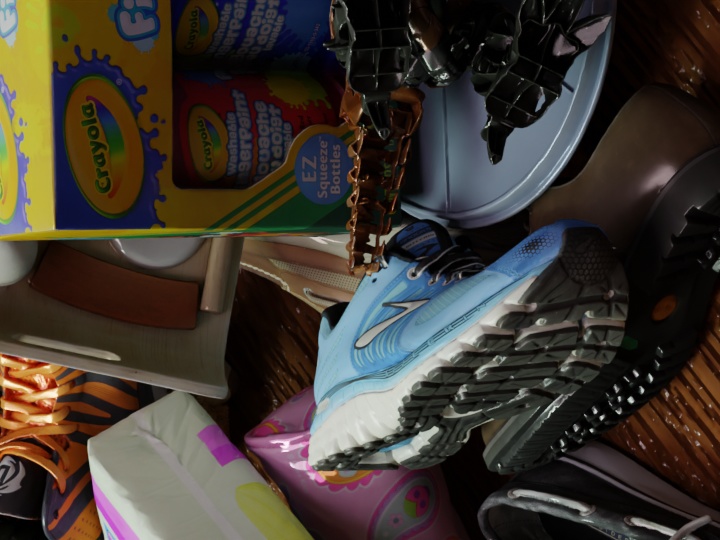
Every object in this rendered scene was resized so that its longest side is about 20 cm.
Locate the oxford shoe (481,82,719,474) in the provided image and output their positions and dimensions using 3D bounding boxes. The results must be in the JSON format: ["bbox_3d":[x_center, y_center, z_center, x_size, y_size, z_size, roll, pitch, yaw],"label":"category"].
[{"bbox_3d":[0.098,0.005,0.995,0.085,0.072,0.200,54,132,29],"label":"oxford shoe"}]

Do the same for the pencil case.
[{"bbox_3d":[0.020,0.138,1.112,0.087,0.087,0.201,-8,109,50],"label":"pencil case"}]

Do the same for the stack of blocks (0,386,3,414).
[{"bbox_3d":[-0.252,-0.008,1.259,0.200,0.058,0.116,31,152,45],"label":"stack of blocks"}]

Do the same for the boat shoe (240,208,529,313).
[{"bbox_3d":[0.000,0.000,1.095,0.199,0.076,0.072,10,117,48],"label":"boat shoe"}]

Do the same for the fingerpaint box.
[{"bbox_3d":[-0.071,-0.114,0.983,0.073,0.166,0.201,-4,87,56],"label":"fingerpaint box"}]

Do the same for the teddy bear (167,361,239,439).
[{"bbox_3d":[-0.129,0.021,1.233,0.200,0.067,0.145,47,158,8],"label":"teddy bear"}]

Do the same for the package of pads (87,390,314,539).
[{"bbox_3d":[-0.045,0.174,1.089,0.200,0.068,0.155,47,155,35],"label":"package of pads"}]

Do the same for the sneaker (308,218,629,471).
[{"bbox_3d":[0.030,0.017,0.969,0.200,0.078,0.090,-33,61,52],"label":"sneaker"}]

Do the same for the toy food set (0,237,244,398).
[{"bbox_3d":[-0.110,-0.056,1.038,0.060,0.143,0.201,157,124,-77],"label":"toy food set"}]

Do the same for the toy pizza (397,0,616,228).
[{"bbox_3d":[0.044,-0.118,1.001,0.200,0.032,0.202,8,101,52],"label":"toy pizza"}]

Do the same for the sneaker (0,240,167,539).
[{"bbox_3d":[-0.143,0.058,1.105,0.077,0.112,0.201,6,134,29],"label":"sneaker"}]

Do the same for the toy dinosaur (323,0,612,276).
[{"bbox_3d":[0.029,-0.100,0.941,0.136,0.102,0.201,-130,30,-70],"label":"toy dinosaur"}]

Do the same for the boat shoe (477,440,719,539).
[{"bbox_3d":[0.134,0.132,1.005,0.199,0.068,0.074,31,129,36],"label":"boat shoe"}]
